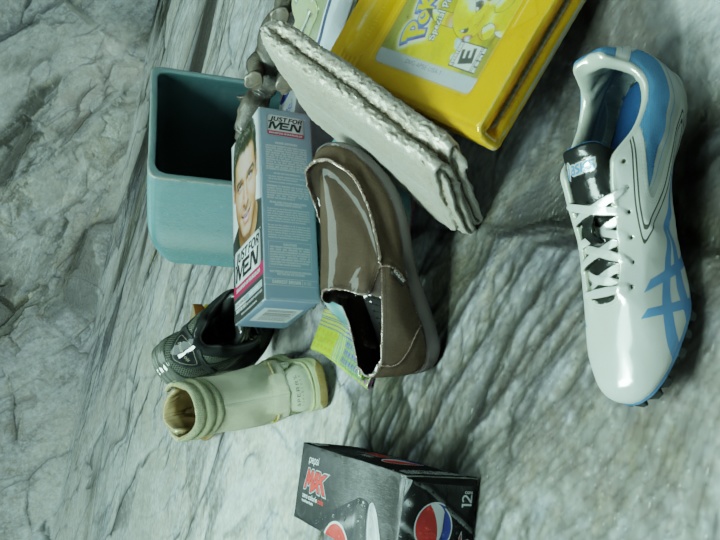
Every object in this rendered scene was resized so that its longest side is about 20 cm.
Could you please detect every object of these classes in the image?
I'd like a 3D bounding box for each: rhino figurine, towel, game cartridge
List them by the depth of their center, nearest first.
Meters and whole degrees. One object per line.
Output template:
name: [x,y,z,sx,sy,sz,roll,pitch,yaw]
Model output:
game cartridge: [0.072,-0.199,0.633,0.200,0.032,0.177,35,96,45]
towel: [0.011,-0.111,0.663,0.200,0.133,0.035,41,85,24]
towel: [0.000,0.000,0.842,0.143,0.023,0.202,26,103,65]
rhino figurine: [-0.095,-0.223,0.935,0.201,0.059,0.088,-58,17,31]

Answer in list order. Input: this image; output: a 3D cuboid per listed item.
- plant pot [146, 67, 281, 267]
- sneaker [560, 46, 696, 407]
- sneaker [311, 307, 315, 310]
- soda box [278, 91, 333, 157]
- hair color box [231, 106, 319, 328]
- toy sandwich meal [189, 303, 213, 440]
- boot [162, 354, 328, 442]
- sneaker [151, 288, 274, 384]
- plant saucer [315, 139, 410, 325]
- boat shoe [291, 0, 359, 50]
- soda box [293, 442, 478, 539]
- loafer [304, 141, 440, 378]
plant pot: [-0.185,-0.110,1.110,0.201,0.194,0.198,115,154,-46]
sneaker: [0.141,-0.027,0.477,0.072,0.072,0.202,-19,64,61]
sneaker: [-0.103,0.016,1.008,0.200,0.075,0.093,163,111,-65]
soda box: [-0.050,-0.216,0.991,0.063,0.068,0.202,178,101,-66]
hair color box: [-0.090,-0.051,0.876,0.099,0.060,0.202,144,127,-59]
toy sandwich meal: [-0.228,0.145,1.231,0.205,0.070,0.207,-39,45,56]
boot: [-0.139,0.138,0.924,0.200,0.153,0.073,-19,82,62]
sneaker: [-0.138,0.069,0.988,0.114,0.199,0.077,-32,82,28]
plant saucer: [-0.009,-0.048,0.800,0.200,0.027,0.202,-175,90,-66]
boat shoe: [-0.033,-0.229,0.762,0.072,0.062,0.200,-62,2,-35]
soda box: [0.013,0.184,0.685,0.200,0.063,0.071,170,109,-65]
loafer: [0.002,-0.005,0.680,0.073,0.071,0.201,-21,92,51]
